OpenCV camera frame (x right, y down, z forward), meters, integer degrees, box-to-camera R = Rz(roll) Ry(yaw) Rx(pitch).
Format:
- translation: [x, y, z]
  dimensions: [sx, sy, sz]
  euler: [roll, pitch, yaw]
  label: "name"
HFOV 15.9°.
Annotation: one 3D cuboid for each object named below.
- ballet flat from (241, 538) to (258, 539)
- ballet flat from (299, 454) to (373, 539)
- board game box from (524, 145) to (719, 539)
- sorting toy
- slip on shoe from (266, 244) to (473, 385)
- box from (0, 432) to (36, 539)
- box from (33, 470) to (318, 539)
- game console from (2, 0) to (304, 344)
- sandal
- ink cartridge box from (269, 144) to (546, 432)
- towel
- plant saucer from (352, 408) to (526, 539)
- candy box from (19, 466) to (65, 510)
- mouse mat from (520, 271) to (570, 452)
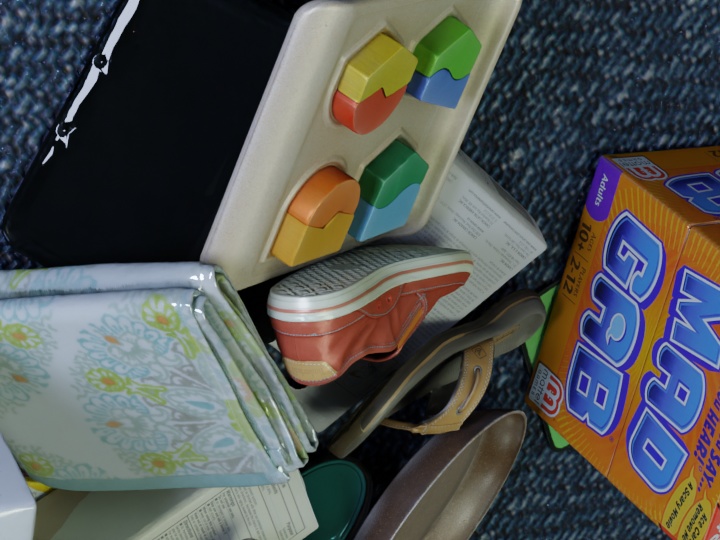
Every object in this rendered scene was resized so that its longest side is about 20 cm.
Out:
- translation: [-0.122, 0.245, 1.549]
  dimensions: [0.067, 0.068, 0.201]
  euler: [21, 103, -39]
  label: "ballet flat"
- translation: [-0.061, 0.208, 1.732]
  dimensions: [0.200, 0.073, 0.073]
  euler: [-52, 138, -4]
  label: "ballet flat"
- translation: [0.269, 0.048, 1.766]
  dimensions: [0.199, 0.200, 0.201]
  euler: [-6, 124, -36]
  label: "board game box"
- translation: [0.008, -0.079, 1.471]
  dimensions: [0.200, 0.036, 0.186]
  euler: [-15, 135, -52]
  label: "sorting toy"
- translation: [0.007, 0.021, 1.538]
  dimensions: [0.200, 0.074, 0.061]
  euler: [-25, 115, -60]
  label: "slip on shoe"
- translation: [-0.297, 0.126, 1.356]
  dimensions: [0.198, 0.200, 0.131]
  euler: [-4, 123, -25]
  label: "box"
- translation: [-0.133, 0.166, 1.589]
  dimensions: [0.200, 0.078, 0.095]
  euler: [-33, 134, -18]
  label: "box"
- translation: [-0.082, -0.069, 1.510]
  dimensions: [0.200, 0.116, 0.176]
  euler: [-59, 155, 14]
  label: "game console"
- translation: [0.061, 0.075, 1.697]
  dimensions: [0.200, 0.055, 0.082]
  euler: [-27, 165, -43]
  label: "sandal"
- translation: [0.000, 0.000, 1.648]
  dimensions: [0.200, 0.050, 0.161]
  euler: [-39, 139, 12]
  label: "ink cartridge box"
- translation: [-0.141, 0.061, 1.485]
  dimensions: [0.171, 0.199, 0.048]
  euler: [63, 32, -43]
  label: "towel"
- translation: [0.042, 0.170, 1.758]
  dimensions: [0.200, 0.032, 0.200]
  euler: [-49, 162, -22]
  label: "plant saucer"
- translation: [-0.222, 0.168, 1.593]
  dimensions: [0.199, 0.026, 0.103]
  euler: [8, 115, -42]
  label: "candy box"
- translation: [0.201, 0.030, 1.849]
  dimensions: [0.200, 0.008, 0.161]
  euler: [-32, 135, -15]
  label: "mouse mat"
